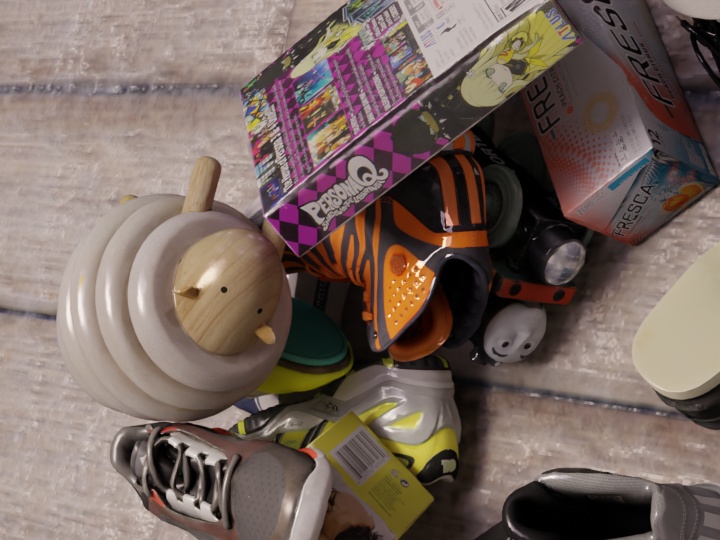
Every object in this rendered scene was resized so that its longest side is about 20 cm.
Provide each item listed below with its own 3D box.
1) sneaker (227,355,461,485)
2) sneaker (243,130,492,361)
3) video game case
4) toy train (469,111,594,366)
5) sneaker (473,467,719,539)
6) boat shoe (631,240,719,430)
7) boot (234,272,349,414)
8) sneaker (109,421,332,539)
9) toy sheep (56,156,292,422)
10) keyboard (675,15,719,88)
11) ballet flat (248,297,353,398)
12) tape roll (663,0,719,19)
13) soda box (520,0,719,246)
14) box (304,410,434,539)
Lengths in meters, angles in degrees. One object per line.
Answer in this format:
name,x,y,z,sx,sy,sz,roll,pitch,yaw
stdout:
sneaker,-0.021,0.116,1.200,0.200,0.075,0.077,-31,64,43
sneaker,0.000,0.000,1.126,0.200,0.077,0.113,-25,73,55
video game case,0.019,-0.108,1.081,0.181,0.036,0.200,-37,23,8
toy train,0.056,-0.032,1.174,0.200,0.085,0.115,47,122,44
sneaker,0.094,0.136,1.035,0.199,0.115,0.076,-23,59,39
boat shoe,0.222,-0.004,0.991,0.201,0.063,0.074,-44,48,6
boot,-0.052,-0.007,1.278,0.090,0.073,0.202,10,84,42
sneaker,-0.084,0.120,1.095,0.200,0.081,0.078,1,72,63
toy sheep,-0.104,0.019,1.114,0.200,0.137,0.139,-25,56,57
keyboard,0.224,-0.128,1.071,0.104,0.040,0.201,-25,54,11
ballet flat,-0.075,0.037,1.217,0.200,0.067,0.068,32,127,40
tape roll,0.226,-0.207,1.019,0.202,0.037,0.203,-31,28,19
soda box,0.129,-0.116,1.135,0.068,0.063,0.201,-39,51,30
box,-0.045,0.170,1.173,0.075,0.050,0.200,45,128,7
